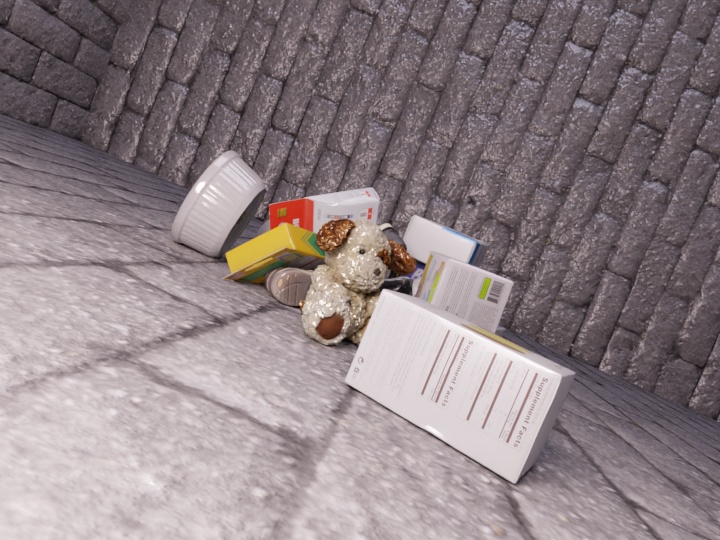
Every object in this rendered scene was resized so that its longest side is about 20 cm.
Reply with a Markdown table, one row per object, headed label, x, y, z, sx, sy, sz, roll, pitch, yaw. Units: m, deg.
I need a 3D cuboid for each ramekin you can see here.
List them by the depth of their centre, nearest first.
| label | x | y | z | sx | sy | sz | roll | pitch | yaw |
| --- | --- | --- | --- | --- | --- | --- | --- | --- | --- |
| ramekin | -0.260 | -0.116 | 1.092 | 0.094 | 0.203 | 0.202 | 35 | 2 | -4 |

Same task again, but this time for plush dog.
| label | x | y | z | sx | sy | sz | roll | pitch | yaw |
| --- | --- | --- | --- | --- | --- | --- | --- | --- | --- |
| plush dog | -0.012 | 0.012 | 0.843 | 0.199 | 0.174 | 0.160 | 19 | 5 | -42 |

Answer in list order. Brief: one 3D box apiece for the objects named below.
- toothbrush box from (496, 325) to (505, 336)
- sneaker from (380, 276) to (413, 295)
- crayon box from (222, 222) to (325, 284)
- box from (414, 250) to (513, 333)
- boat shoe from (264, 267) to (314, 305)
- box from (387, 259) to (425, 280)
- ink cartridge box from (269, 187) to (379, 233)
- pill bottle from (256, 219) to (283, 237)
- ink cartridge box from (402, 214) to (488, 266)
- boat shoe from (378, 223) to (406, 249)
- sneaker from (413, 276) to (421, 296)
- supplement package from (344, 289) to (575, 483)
| label | x | y | z | sx | sy | sz | roll | pitch | yaw |
| --- | --- | --- | --- | --- | --- | --- | --- | --- | --- |
| toothbrush box | 0.201 | 0.125 | 1.275 | 0.198 | 0.087 | 0.145 | 23 | 5 | 25 |
| sneaker | 0.091 | 0.076 | 1.058 | 0.198 | 0.115 | 0.075 | 23 | 4 | 4 |
| crayon box | -0.139 | -0.024 | 0.994 | 0.200 | 0.125 | 0.052 | 13 | 55 | -69 |
| box | 0.151 | 0.042 | 0.910 | 0.100 | 0.114 | 0.200 | 19 | 6 | -2 |
| boat shoe | -0.077 | 0.030 | 0.992 | 0.199 | 0.075 | 0.073 | 22 | 3 | -41 |
| box | 0.165 | 0.026 | 1.261 | 0.198 | 0.071 | 0.064 | 20 | 5 | -14 |
| ink cartridge box | -0.067 | -0.066 | 1.082 | 0.198 | 0.163 | 0.050 | -14 | 48 | -19 |
| pill bottle | -0.156 | -0.054 | 1.420 | 0.113 | 0.115 | 0.199 | 25 | 3 | 29 |
| ink cartridge box | 0.183 | -0.048 | 1.241 | 0.143 | 0.086 | 0.200 | 25 | 10 | 18 |
| boat shoe | -0.001 | -0.001 | 1.094 | 0.063 | 0.201 | 0.074 | 52 | 5 | 34 |
| sneaker | 0.110 | 0.059 | 1.172 | 0.197 | 0.076 | 0.100 | -16 | 17 | 7 |
| supplement package | 0.105 | 0.113 | 0.611 | 0.198 | 0.111 | 0.113 | 25 | 4 | 27 |
